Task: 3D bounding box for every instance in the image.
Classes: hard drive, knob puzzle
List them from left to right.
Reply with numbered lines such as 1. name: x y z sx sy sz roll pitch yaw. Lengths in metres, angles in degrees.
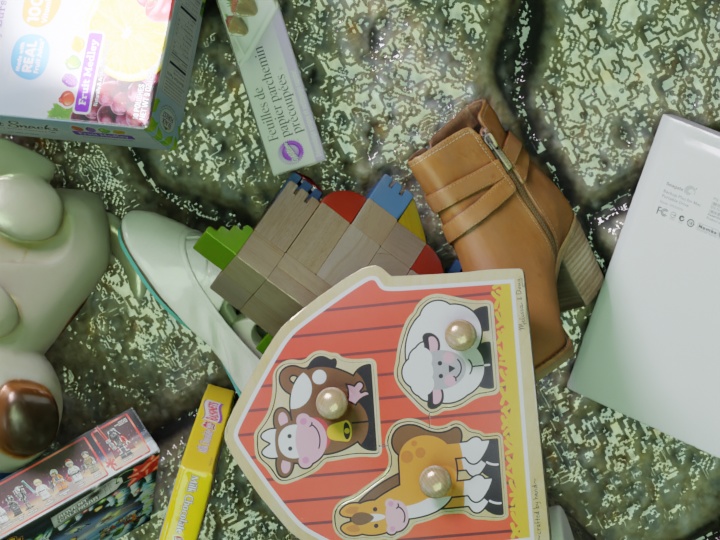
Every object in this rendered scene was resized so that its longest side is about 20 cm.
1. knob puzzle: 0.011 0.094 1.460 0.219 0.030 0.220 -2 80 12
2. hard drive: 0.230 0.011 1.583 0.132 0.026 0.201 24 104 26

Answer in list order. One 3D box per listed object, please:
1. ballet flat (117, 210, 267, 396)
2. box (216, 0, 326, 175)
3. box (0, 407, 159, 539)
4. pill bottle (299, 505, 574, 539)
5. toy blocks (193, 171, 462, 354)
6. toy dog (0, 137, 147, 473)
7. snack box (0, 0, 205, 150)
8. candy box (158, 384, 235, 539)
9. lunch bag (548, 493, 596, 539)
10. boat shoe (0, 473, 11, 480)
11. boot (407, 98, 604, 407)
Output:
1. ballet flat: -0.083 0.029 1.608 0.069 0.069 0.200 -34 103 9
2. box: -0.070 -0.162 1.559 0.039 0.041 0.201 -18 114 -1
3. box: -0.230 0.178 1.577 0.200 0.137 0.040 -29 71 -19
4. pill bottle: 0.040 0.210 1.504 0.199 0.109 0.110 -14 101 9
5. toy blocks: 0.000 0.000 1.574 0.200 0.137 0.100 37 144 -4
6. toy dog: -0.244 0.037 1.569 0.194 0.139 0.201 22 65 -36
7. snack box: -0.204 -0.158 1.502 0.199 0.053 0.143 7 77 18
8. candy box: -0.113 0.150 1.570 0.026 0.200 0.103 13 103 -2
9. lunch bag: 0.051 0.225 1.621 0.164 0.118 0.200 43 107 -4
10. boat shoe: -0.303 0.204 1.663 0.069 0.084 0.200 30 86 41
11. boot: 0.083 -0.012 1.531 0.077 0.200 0.155 -20 110 40
